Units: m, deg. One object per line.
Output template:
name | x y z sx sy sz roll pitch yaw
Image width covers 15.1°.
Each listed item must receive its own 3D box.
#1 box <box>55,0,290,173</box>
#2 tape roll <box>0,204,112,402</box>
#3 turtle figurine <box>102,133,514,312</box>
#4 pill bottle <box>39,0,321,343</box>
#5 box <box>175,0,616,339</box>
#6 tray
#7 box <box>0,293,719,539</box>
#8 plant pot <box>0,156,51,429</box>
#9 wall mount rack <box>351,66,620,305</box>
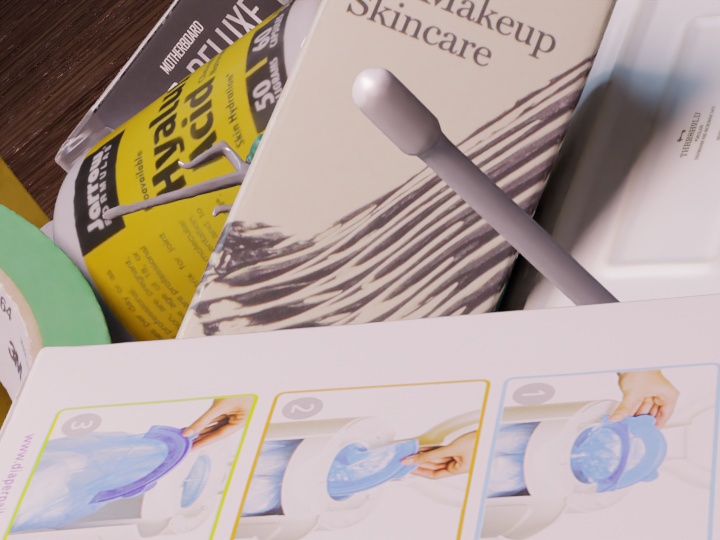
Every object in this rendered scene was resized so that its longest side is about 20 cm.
box | -0.028 -0.109 1.160 0.158 0.050 0.200 -49 -5 29
tape roll | -0.188 0.045 0.956 0.048 0.200 0.200 103 -169 -45
turtle figurine | 0.003 0.010 0.865 0.200 0.101 0.150 -27 36 1
pill bottle | -0.046 -0.020 1.029 0.200 0.111 0.111 -33 20 34
box | 0.000 0.000 0.756 0.068 0.082 0.200 108 -177 -73
tray | 0.100 -0.032 0.777 0.107 0.022 0.200 -2 40 24
box | 0.041 0.076 0.455 0.200 0.113 0.101 -5 30 13
plant pot | -0.208 0.049 1.133 0.176 0.200 0.200 -13 34 40
wall mount rack | 0.104 -0.010 0.553 0.200 0.174 0.075 -41 -11 11
